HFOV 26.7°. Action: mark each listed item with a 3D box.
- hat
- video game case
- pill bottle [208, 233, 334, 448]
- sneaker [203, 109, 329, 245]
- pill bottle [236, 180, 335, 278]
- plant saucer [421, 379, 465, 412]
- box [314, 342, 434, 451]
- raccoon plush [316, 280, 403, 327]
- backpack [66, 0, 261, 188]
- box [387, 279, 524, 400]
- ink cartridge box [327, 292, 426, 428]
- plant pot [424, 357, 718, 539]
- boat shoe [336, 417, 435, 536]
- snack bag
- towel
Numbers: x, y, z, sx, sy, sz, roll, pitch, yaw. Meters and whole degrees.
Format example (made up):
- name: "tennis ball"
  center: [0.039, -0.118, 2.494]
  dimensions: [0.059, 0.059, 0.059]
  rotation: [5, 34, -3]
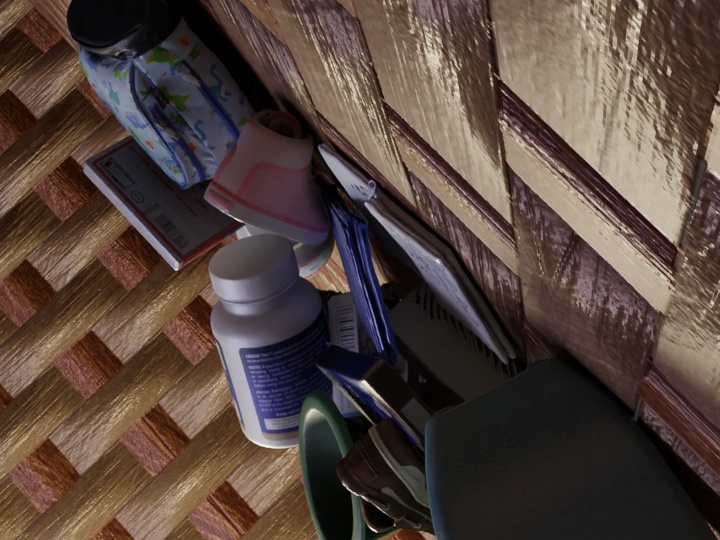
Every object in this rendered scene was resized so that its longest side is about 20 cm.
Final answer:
- name: "hat"
  center: [0.050, 0.202, 1.488]
  dimensions: [0.166, 0.174, 0.202]
  rotation: [146, 113, -68]
- name: "video game case"
  center: [-0.158, -0.100, 1.523]
  dimensions: [0.143, 0.199, 0.017]
  rotation: [45, 144, 12]
- name: "pill bottle"
  center: [-0.091, 0.071, 1.582]
  dimensions: [0.120, 0.119, 0.202]
  rotation: [40, 148, 55]
- name: "sneaker"
  center: [-0.067, -0.088, 1.429]
  dimensions: [0.075, 0.105, 0.200]
  rotation: [28, -175, 23]
- name: "pill bottle"
  center: [-0.083, -0.051, 1.687]
  dimensions: [0.109, 0.109, 0.200]
  rotation: [46, 176, 6]
- name: "plant saucer"
  center: [0.120, 0.190, 1.450]
  dimensions: [0.200, 0.032, 0.200]
  rotation: [48, 168, 14]
- name: "box"
  center: [0.022, 0.127, 1.442]
  dimensions: [0.121, 0.032, 0.200]
  rotation: [47, 170, -13]
- name: "raccoon plush"
  center: [-0.035, 0.032, 1.701]
  dimensions: [0.200, 0.097, 0.134]
  rotation: [40, -144, 1]
- name: "backpack"
  center: [-0.178, -0.176, 1.434]
  dimensions: [0.199, 0.155, 0.163]
  rotation: [35, 176, -40]
- name: "box"
  center: [0.112, 0.104, 1.461]
  dimensions: [0.200, 0.068, 0.082]
  rotation: [45, 172, 18]
- name: "ink cartridge box"
  center: [0.043, 0.133, 1.628]
  dimensions: [0.199, 0.043, 0.200]
  rotation: [11, -108, -54]
- name: "plant pot"
  center: [0.145, 0.184, 1.181]
  dimensions: [0.196, 0.194, 0.201]
  rotation: [68, 177, -78]
- name: "boat shoe"
  center: [0.032, 0.192, 1.317]
  dimensions: [0.075, 0.075, 0.203]
  rotation: [55, -179, 37]
- name: "snack bag"
  center: [0.046, -0.017, 1.346]
  dimensions: [0.200, 0.021, 0.189]
  rotation: [44, 175, 38]
- name: "towel"
  center: [0.000, 0.000, 1.446]
  dimensions: [0.200, 0.024, 0.146]
  rotation: [-120, 14, -76]
